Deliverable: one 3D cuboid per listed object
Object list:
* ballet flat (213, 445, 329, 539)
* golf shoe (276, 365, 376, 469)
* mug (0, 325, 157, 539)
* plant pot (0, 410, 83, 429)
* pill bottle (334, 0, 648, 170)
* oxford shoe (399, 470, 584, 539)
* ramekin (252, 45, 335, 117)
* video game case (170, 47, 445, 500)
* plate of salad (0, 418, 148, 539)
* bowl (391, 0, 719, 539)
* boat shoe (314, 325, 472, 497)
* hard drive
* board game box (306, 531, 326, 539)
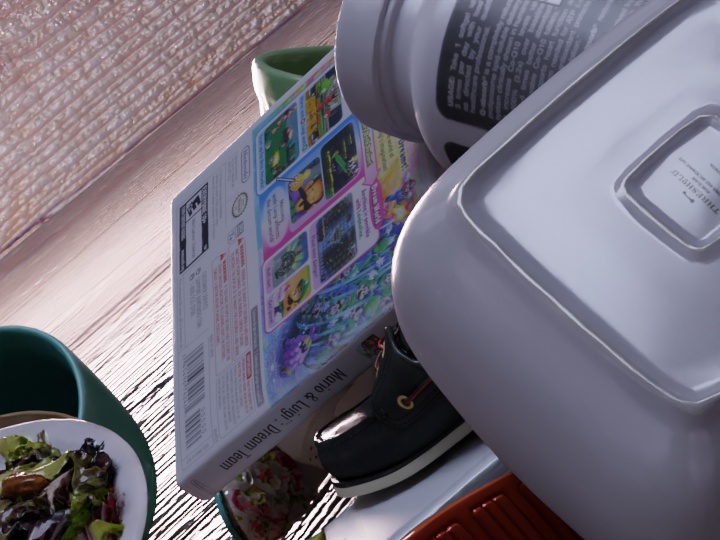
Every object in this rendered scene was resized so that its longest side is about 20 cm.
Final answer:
[{"bbox_3d":[-0.037,0.079,1.218,0.064,0.076,0.200,-27,15,9],"label":"ballet flat"},{"bbox_3d":[0.000,0.000,1.133,0.075,0.091,0.201,22,-97,-69],"label":"golf shoe"},{"bbox_3d":[-0.185,0.135,1.295,0.151,0.115,0.186,-25,47,11],"label":"mug"},{"bbox_3d":[-0.200,0.152,1.169,0.199,0.028,0.201,-21,35,16],"label":"plant pot"},{"bbox_3d":[0.093,-0.081,0.974,0.199,0.116,0.116,20,49,35],"label":"pill bottle"},{"bbox_3d":[0.009,0.139,0.834,0.200,0.071,0.072,-40,7,-18],"label":"oxford shoe"},{"bbox_3d":[0.039,-0.061,1.275,0.198,0.098,0.200,3,12,-1],"label":"ramekin"},{"bbox_3d":[-0.024,-0.016,1.109,0.182,0.024,0.201,-40,34,28],"label":"video game case"},{"bbox_3d":[-0.192,0.139,1.114,0.199,0.048,0.201,-21,35,16],"label":"plate of salad"},{"bbox_3d":[0.120,-0.011,0.794,0.199,0.075,0.200,-39,54,-9],"label":"bowl"},{"bbox_3d":[0.041,0.036,0.988,0.201,0.063,0.074,-36,9,47],"label":"boat shoe"},{"bbox_3d":[0.070,0.065,1.003,0.200,0.026,0.132,-41,6,0],"label":"hard drive"},{"bbox_3d":[-0.066,0.184,0.990,0.095,0.030,0.200,-33,14,21],"label":"board game box"}]
